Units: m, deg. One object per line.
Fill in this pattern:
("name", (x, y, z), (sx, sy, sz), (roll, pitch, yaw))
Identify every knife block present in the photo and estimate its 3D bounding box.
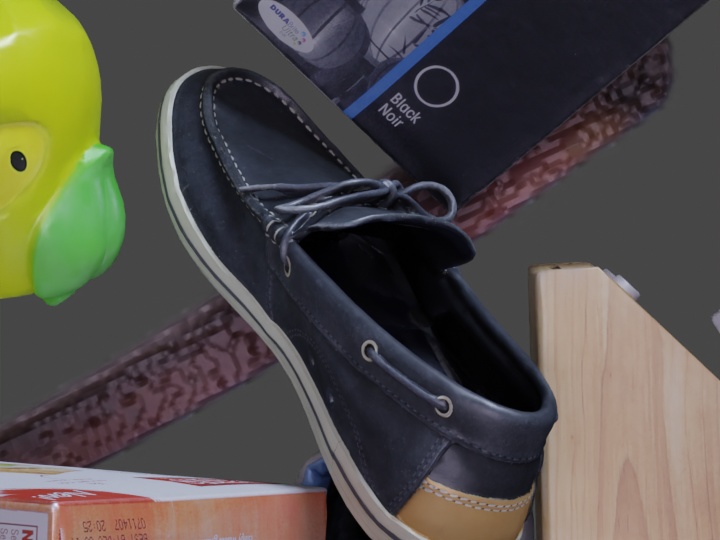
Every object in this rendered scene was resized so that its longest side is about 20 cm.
("knife block", (0.078, 0.120, 0.858), (0.200, 0.064, 0.176), (43, 91, -1))

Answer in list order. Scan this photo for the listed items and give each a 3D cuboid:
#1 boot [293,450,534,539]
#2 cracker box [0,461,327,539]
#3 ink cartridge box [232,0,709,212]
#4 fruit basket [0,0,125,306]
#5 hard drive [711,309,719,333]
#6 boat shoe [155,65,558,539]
("boot", (0.006, 0.148, 0.836), (0.073, 0.095, 0.201), (-3, 86, 31))
("cracker box", (-0.127, 0.083, 0.787), (0.199, 0.134, 0.058), (3, 89, 30))
("ink cartridge box", (0.064, -0.114, 0.820), (0.099, 0.039, 0.200), (42, 115, -14))
("fruit basket", (-0.150, -0.083, 0.828), (0.215, 0.156, 0.216), (-3, 76, 11))
("hard drive", (0.205, 0.066, 0.839), (0.132, 0.025, 0.200), (-33, 91, -35))
("boat shoe", (0.000, 0.000, 0.816), (0.074, 0.200, 0.062), (5, 129, -36))
